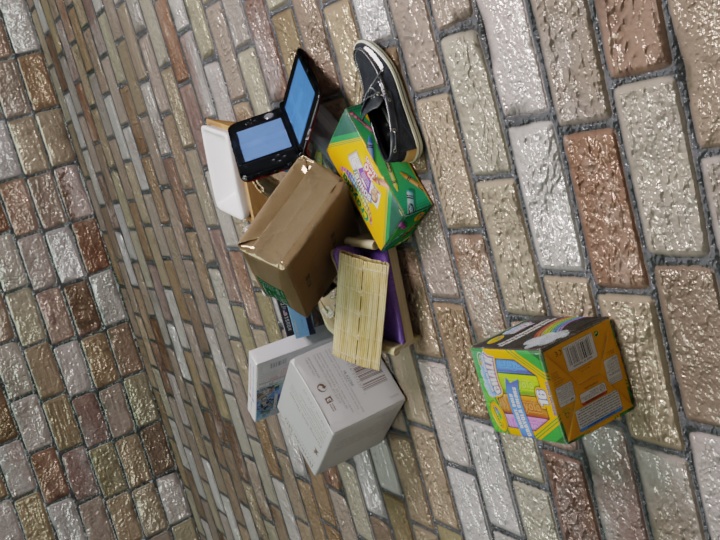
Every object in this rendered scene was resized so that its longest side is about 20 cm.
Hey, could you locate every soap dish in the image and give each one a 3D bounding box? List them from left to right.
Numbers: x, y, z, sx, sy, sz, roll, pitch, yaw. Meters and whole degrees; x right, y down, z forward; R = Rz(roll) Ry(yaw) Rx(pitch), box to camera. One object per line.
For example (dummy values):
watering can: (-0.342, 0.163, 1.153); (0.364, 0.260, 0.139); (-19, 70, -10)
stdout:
soap dish: (-0.258, -0.215, 1.946); (0.157, 0.080, 0.204); (25, 130, 55)

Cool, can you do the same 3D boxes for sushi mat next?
sushi mat: (-0.173, -0.160, 1.752); (0.096, 0.012, 0.200); (58, -173, 16)
sushi mat: (-0.001, 0.068, 1.540); (0.094, 0.012, 0.203); (17, 119, 22)

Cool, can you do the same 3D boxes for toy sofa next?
toy sofa: (0.027, 0.040, 1.559); (0.082, 0.097, 0.204); (11, 118, 52)

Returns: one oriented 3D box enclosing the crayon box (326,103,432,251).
crayon box: (0.027, -0.149, 1.473); (0.202, 0.057, 0.119); (62, 153, 15)

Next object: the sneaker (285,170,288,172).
sneaker: (-0.147, -0.223, 1.677); (0.200, 0.075, 0.082); (-124, 45, -72)

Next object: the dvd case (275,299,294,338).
dvd case: (-0.163, 0.047, 1.908); (0.151, 0.024, 0.203); (-110, 5, -66)

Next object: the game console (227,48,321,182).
game console: (-0.149, -0.266, 1.573); (0.201, 0.169, 0.120); (-113, 6, -53)

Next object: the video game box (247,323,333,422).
video game box: (-0.130, 0.203, 1.868); (0.047, 0.197, 0.184); (51, 148, 38)

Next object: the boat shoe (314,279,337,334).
boat shoe: (-0.042, 0.063, 1.746); (0.200, 0.071, 0.066); (44, 146, 51)

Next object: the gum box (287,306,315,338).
gum box: (-0.132, 0.019, 1.827); (0.200, 0.044, 0.173); (-111, 7, -73)

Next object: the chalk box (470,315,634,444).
chalk box: (0.233, 0.137, 1.212); (0.199, 0.123, 0.126); (-6, 103, 64)

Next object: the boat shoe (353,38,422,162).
boat shoe: (0.029, -0.253, 1.393); (0.203, 0.061, 0.074); (69, 155, 5)

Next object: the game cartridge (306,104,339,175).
game cartridge: (-0.064, -0.184, 1.651); (0.133, 0.040, 0.202); (47, 146, 31)

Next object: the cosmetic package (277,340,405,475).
cosmetic package: (-0.041, 0.251, 1.767); (0.169, 0.164, 0.201); (56, 152, 23)

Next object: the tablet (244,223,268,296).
tablet: (-0.126, -0.045, 1.693); (0.013, 0.199, 0.133); (-6, 105, 40)

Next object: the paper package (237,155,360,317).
paper package: (-0.097, -0.051, 1.548); (0.102, 0.192, 0.201); (29, 163, 19)
